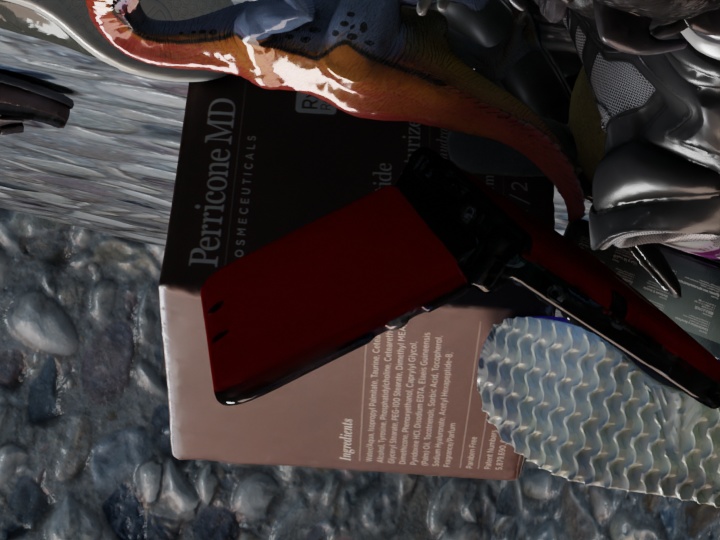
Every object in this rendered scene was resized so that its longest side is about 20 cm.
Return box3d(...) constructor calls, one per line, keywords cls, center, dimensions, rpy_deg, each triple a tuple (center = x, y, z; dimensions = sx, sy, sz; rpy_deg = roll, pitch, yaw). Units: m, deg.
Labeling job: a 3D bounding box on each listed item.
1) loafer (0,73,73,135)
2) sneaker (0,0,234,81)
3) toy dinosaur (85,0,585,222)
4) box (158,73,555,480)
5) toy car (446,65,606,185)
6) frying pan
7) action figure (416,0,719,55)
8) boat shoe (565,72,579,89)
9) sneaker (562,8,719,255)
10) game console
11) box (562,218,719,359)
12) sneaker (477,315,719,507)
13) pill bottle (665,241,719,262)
box3d(cls="loafer", center=(-0.341, -0.140, 1.431), dimensions=(0.199, 0.064, 0.072), rpy_deg=(13, 175, -26))
box3d(cls="sneaker", center=(-0.161, -0.150, 0.906), dimensions=(0.199, 0.071, 0.099), rpy_deg=(17, 177, -19))
box3d(cls="toy dinosaur", center=(-0.022, -0.100, 0.701), dimensions=(0.180, 0.201, 0.105), rpy_deg=(-17, 152, 9))
box3d(cls="box", center=(0.000, 0.000, 0.939), dimensions=(0.198, 0.167, 0.165), rpy_deg=(3, 142, 0))
box3d(cls="toy car", center=(0.145, -0.066, 0.732), dimensions=(0.199, 0.165, 0.158), rpy_deg=(23, 177, 8))
box3d(cls="frying pan", center=(0.087, -0.068, 0.853), dimensions=(0.191, 0.031, 0.115), rpy_deg=(60, 170, -28))
box3d(cls="action figure", center=(0.114, -0.115, 0.481), dimensions=(0.198, 0.103, 0.119), rpy_deg=(-4, 179, -7))
box3d(cls="boat shoe", center=(0.062, -0.113, 0.987), dimensions=(0.199, 0.073, 0.063), rpy_deg=(17, 131, -10))
box3d(cls="sneaker", center=(0.103, -0.070, 0.629), dimensions=(0.075, 0.115, 0.200), rpy_deg=(-2, -158, -16))
box3d(cls="game console", center=(0.036, 0.025, 0.731), dimensions=(0.172, 0.119, 0.200), rpy_deg=(32, -173, -13))
box3d(cls="box", center=(0.223, 0.031, 0.919), dimensions=(0.199, 0.046, 0.158), rpy_deg=(23, -173, 40))
box3d(cls="sneaker", center=(0.154, 0.072, 0.810), dimensions=(0.199, 0.070, 0.099), rpy_deg=(17, -173, 28))
box3d(cls="pill bottle", center=(0.234, -0.048, 0.901), dimensions=(0.199, 0.113, 0.112), rpy_deg=(15, 174, -34))
